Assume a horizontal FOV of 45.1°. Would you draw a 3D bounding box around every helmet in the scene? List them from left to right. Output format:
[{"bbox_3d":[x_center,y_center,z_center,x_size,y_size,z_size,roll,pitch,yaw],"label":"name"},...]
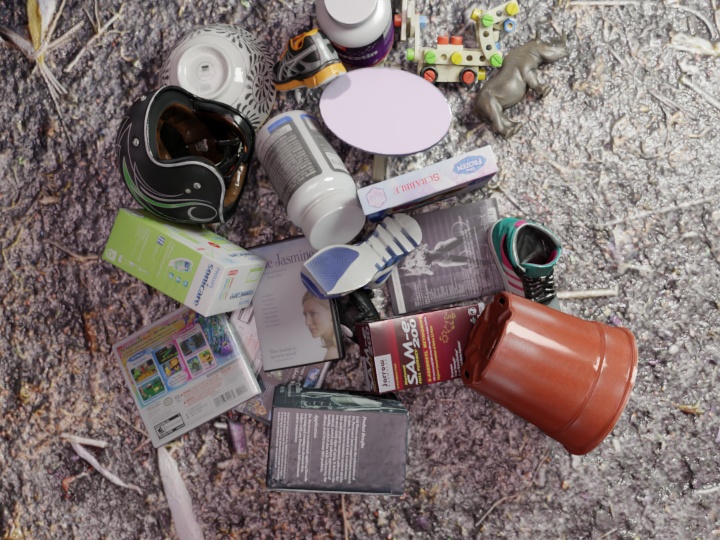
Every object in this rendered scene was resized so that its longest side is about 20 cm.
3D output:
[{"bbox_3d":[-0.270,-0.171,1.302,0.188,0.200,0.203,18,90,2],"label":"helmet"}]

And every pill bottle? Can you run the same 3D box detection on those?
[{"bbox_3d":[-0.075,-0.136,1.320,0.113,0.114,0.201,-31,61,3],"label":"pill bottle"},{"bbox_3d":[-0.007,-0.380,1.311,0.111,0.200,0.114,0,89,5],"label":"pill bottle"}]

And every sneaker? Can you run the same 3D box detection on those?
[{"bbox_3d":[-0.086,-0.323,1.326,0.078,0.199,0.078,-31,110,-22],"label":"sneaker"},{"bbox_3d":[0.001,0.000,1.324,0.198,0.115,0.081,-28,72,-27],"label":"sneaker"},{"bbox_3d":[0.270,0.008,1.315,0.083,0.121,0.202,-28,91,-12],"label":"sneaker"}]

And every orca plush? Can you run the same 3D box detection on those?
[{"bbox_3d":[-0.011,0.077,1.351,0.104,0.071,0.202,-18,78,-12],"label":"orca plush"}]

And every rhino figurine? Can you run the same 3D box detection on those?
[{"bbox_3d":[0.256,-0.303,1.359,0.087,0.060,0.201,39,89,15],"label":"rhino figurine"}]

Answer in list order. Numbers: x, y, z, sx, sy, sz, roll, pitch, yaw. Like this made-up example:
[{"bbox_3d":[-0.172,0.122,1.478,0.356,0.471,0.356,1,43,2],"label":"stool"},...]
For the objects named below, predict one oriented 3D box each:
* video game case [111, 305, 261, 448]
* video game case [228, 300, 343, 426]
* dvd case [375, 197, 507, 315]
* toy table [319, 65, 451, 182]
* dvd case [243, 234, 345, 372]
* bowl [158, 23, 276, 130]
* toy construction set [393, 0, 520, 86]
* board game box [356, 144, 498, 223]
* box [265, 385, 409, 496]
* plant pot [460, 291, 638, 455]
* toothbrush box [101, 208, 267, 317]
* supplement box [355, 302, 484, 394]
[{"bbox_3d":[-0.281,0.158,1.394,0.198,0.024,0.184,-28,80,9],"label":"video game case"},{"bbox_3d":[-0.141,0.141,1.402,0.180,0.023,0.202,24,90,5],"label":"video game case"},{"bbox_3d":[0.134,-0.022,1.386,0.197,0.016,0.151,-12,89,3],"label":"dvd case"},{"bbox_3d":[0.041,-0.235,1.347,0.198,0.117,0.186,21,91,5],"label":"toy table"},{"bbox_3d":[-0.105,0.050,1.360,0.141,0.018,0.203,-12,86,23],"label":"dvd case"},{"bbox_3d":[-0.239,-0.306,1.381,0.198,0.094,0.204,0,89,5],"label":"bowl"},{"bbox_3d":[0.144,-0.360,1.353,0.197,0.092,0.133,8,114,12],"label":"toy construction set"},{"bbox_3d":[0.099,-0.125,1.299,0.197,0.200,0.042,-18,89,5],"label":"board game box"},{"bbox_3d":[-0.038,0.248,1.288,0.194,0.200,0.126,5,90,-5],"label":"box"},{"bbox_3d":[0.263,0.136,1.262,0.193,0.201,0.203,25,91,-8],"label":"plant pot"},{"bbox_3d":[-0.267,-0.017,1.330,0.198,0.145,0.087,29,102,16],"label":"toothbrush box"},{"bbox_3d":[0.099,0.117,1.325,0.198,0.061,0.110,-9,89,-22],"label":"supplement box"}]
